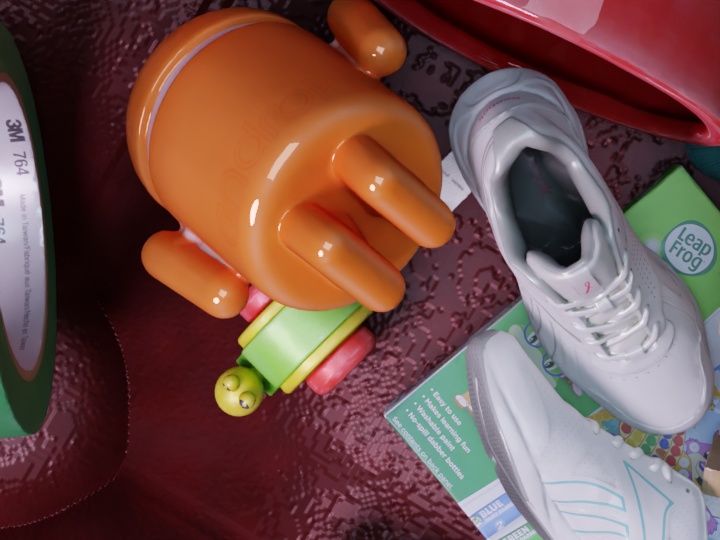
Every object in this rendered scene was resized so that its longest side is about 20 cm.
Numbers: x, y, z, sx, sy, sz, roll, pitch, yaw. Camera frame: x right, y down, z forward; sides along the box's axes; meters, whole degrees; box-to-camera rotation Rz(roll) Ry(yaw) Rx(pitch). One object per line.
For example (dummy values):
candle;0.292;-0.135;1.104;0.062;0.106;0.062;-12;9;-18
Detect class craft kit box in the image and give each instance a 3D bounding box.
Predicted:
craft kit box;0.148;0.085;1.398;0.197;0.049;0.200;-41;90;1

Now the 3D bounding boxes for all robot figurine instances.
robot figurine;-0.037;-0.057;1.342;0.116;0.200;0.144;-10;122;-33

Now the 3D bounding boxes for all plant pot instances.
plant pot;0.119;-0.178;1.317;0.200;0.200;0.183;24;84;2

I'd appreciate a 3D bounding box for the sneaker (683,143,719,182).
sneaker;0.258;-0.079;1.364;0.199;0.080;0.072;-7;92;4

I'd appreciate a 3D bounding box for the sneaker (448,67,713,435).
sneaker;0.105;0.004;1.316;0.078;0.099;0.200;-32;105;9

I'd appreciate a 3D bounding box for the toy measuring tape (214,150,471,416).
toy measuring tape;0.000;0.000;1.389;0.200;0.074;0.074;-45;89;4

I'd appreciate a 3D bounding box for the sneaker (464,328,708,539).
sneaker;0.118;0.109;1.352;0.080;0.070;0.201;-31;97;-4

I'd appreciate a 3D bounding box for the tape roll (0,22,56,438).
tape roll;-0.187;-0.019;1.334;0.048;0.200;0.201;-4;92;3

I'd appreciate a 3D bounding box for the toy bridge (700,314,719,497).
toy bridge;0.187;0.009;1.321;0.027;0.067;0.201;8;120;13
